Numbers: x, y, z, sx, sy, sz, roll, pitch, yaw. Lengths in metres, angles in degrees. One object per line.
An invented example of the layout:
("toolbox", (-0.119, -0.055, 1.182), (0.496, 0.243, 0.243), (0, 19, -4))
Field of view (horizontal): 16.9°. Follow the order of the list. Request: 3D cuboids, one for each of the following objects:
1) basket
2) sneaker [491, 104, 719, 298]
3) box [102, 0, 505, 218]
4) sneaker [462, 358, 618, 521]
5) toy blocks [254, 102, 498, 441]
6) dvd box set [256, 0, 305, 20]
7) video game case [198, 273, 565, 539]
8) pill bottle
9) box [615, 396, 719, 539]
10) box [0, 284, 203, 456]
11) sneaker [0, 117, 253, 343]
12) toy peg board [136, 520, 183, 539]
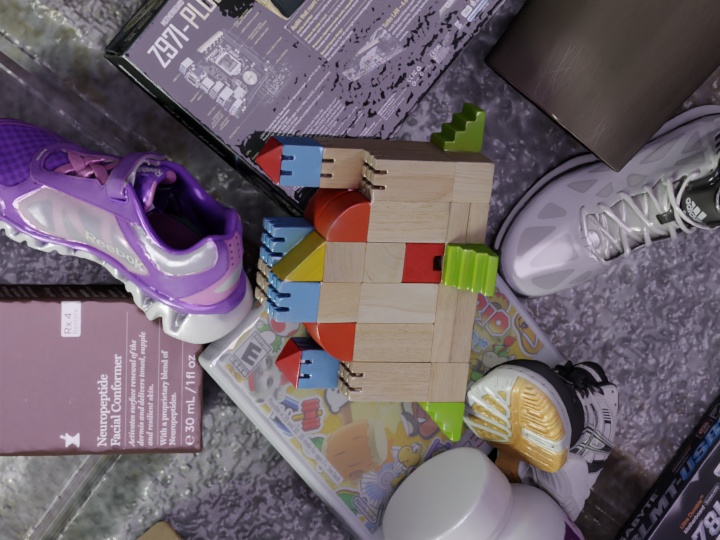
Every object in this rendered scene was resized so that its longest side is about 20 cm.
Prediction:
("basket", (0.182, -0.173, 1.520), (0.136, 0.180, 0.200), (41, 94, 16))
("sneaker", (0.181, -0.044, 1.549), (0.200, 0.115, 0.076), (-31, 103, -9))
("box", (-0.032, -0.156, 1.497), (0.164, 0.086, 0.200), (40, 86, -15))
("sneaker", (0.120, 0.085, 1.528), (0.076, 0.200, 0.088), (29, 75, 19))
("toy blocks", (0.000, 0.000, 1.448), (0.136, 0.100, 0.201), (1, 106, -19))
("dvd box set", (-0.064, -0.248, 1.432), (0.146, 0.200, 0.029), (-51, 142, -5))
("video game case", (0.019, 0.058, 1.532), (0.182, 0.023, 0.200), (-47, 119, -13))
("pill bottle", (0.104, 0.207, 1.543), (0.112, 0.112, 0.200), (-43, 117, -6))
("box", (0.295, 0.181, 1.638), (0.198, 0.050, 0.200), (36, 87, -15))
("box", (-0.197, 0.060, 1.489), (0.199, 0.075, 0.101), (-1, 97, -12))
("sneaker", (-0.147, -0.043, 1.450), (0.200, 0.089, 0.081), (31, 54, 9))
("toy peg board", (-0.137, 0.286, 1.475), (0.200, 0.199, 0.098), (-41, 120, -6))
